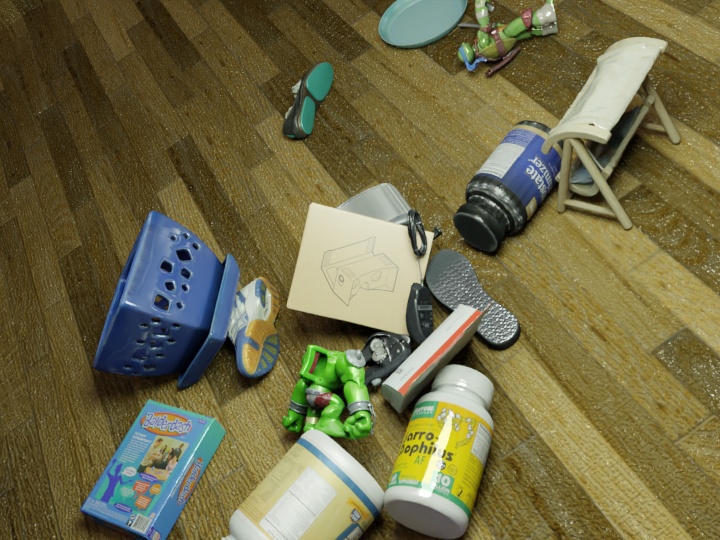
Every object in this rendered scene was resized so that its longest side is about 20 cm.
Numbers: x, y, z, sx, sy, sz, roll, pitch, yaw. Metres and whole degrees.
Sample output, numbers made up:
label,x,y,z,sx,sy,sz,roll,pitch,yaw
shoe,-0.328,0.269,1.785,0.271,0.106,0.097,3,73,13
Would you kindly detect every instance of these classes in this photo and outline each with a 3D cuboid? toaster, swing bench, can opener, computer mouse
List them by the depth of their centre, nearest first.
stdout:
label,x,y,z,sx,sy,sz,roll,pitch,yaw
can opener,-0.007,0.158,1.344,0.199,0.079,0.064,-35,52,9
computer mouse,0.080,0.010,1.353,0.034,0.058,0.204,-7,82,29
swing bench,0.374,-0.211,1.364,0.129,0.201,0.200,19,61,39
toaster,0.025,-0.057,1.482,0.198,0.114,0.130,-31,41,3

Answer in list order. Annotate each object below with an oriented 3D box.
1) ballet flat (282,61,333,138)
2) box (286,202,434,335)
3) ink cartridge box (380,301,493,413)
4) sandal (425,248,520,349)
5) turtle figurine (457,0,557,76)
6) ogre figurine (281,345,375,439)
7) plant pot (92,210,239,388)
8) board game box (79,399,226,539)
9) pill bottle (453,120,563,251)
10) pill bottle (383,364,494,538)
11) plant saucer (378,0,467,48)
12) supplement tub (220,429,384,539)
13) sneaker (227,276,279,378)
label,x,y,z,sx,sy,sz,roll,pitch,yaw
ballet flat,-0.116,-0.351,1.860,0.068,0.068,0.202,-8,47,34
box,0.000,0.000,1.392,0.197,0.021,0.166,14,88,2
ink cartridge box,0.099,0.108,1.239,0.057,0.200,0.162,42,76,16
sandal,0.164,0.048,1.367,0.076,0.043,0.201,-35,54,-2
turtle figurine,0.266,-0.481,1.710,0.191,0.145,0.202,-13,50,13
ogre figurine,-0.043,0.171,1.269,0.096,0.200,0.122,10,79,-13
plant pot,-0.308,0.060,1.478,0.200,0.178,0.202,-51,23,44
board game box,-0.317,0.306,1.391,0.150,0.045,0.202,8,56,34
pill bottle,0.235,-0.131,1.433,0.111,0.112,0.201,22,64,40
pill bottle,0.110,0.230,1.176,0.111,0.113,0.202,3,53,30
plant saucer,0.134,-0.531,1.911,0.197,0.028,0.202,-15,45,16
supplement tub,-0.078,0.325,1.171,0.200,0.145,0.144,-47,46,-16
sneaker,-0.185,0.105,1.493,0.087,0.075,0.202,-25,36,23
